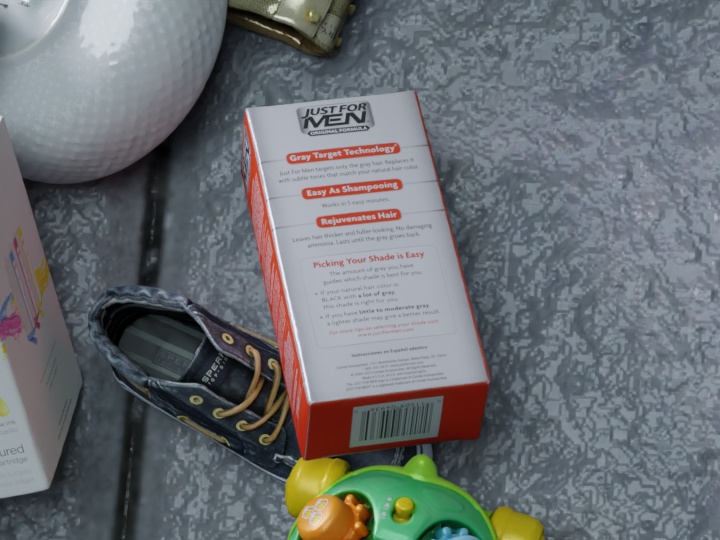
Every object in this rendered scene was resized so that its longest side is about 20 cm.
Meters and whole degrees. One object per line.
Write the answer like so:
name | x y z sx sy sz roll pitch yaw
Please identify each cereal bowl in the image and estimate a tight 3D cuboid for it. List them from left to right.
cereal bowl | -0.182 -0.154 1.526 0.200 0.083 0.200 -7 75 27

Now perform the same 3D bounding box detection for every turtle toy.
turtle toy | 0.009 0.194 1.403 0.145 0.101 0.200 14 98 10

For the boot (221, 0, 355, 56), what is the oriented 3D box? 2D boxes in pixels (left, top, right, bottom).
boot | 0.012 -0.195 1.529 0.200 0.073 0.156 14 77 18

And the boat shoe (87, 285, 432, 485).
boat shoe | -0.059 0.071 1.463 0.200 0.091 0.071 22 80 15

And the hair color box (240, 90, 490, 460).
hair color box | 0.000 0.000 1.446 0.101 0.061 0.200 -6 56 -9

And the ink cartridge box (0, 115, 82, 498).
ink cartridge box | -0.246 0.015 1.444 0.128 0.125 0.200 -10 116 9
